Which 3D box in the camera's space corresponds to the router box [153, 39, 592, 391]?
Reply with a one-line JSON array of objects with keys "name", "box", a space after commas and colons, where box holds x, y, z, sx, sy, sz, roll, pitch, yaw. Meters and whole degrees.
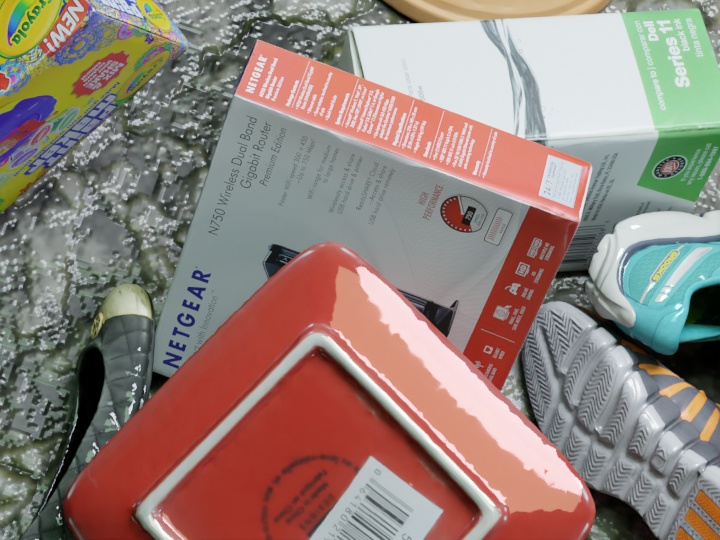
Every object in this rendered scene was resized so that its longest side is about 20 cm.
[{"name": "router box", "box": [0.000, 0.000, 1.326, 0.179, 0.200, 0.049, 20, 42, -1]}]

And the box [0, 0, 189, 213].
[{"name": "box", "box": [-0.233, -0.130, 1.333, 0.200, 0.122, 0.193, -41, 75, 12]}]

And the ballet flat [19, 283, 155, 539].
[{"name": "ballet flat", "box": [-0.146, 0.092, 1.323, 0.057, 0.066, 0.200, 20, 62, -10]}]

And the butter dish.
[{"name": "butter dish", "box": [-0.008, 0.120, 1.299, 0.200, 0.148, 0.199, -46, 79, 3]}]

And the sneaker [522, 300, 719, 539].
[{"name": "sneaker", "box": [0.177, 0.089, 1.401, 0.112, 0.078, 0.200, -9, 48, -41]}]

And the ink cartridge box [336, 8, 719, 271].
[{"name": "ink cartridge box", "box": [0.081, -0.065, 1.407, 0.199, 0.147, 0.083, -4, 61, -15]}]

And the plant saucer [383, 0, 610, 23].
[{"name": "plant saucer", "box": [0.076, -0.230, 1.551, 0.200, 0.037, 0.201, 5, 64, -10]}]

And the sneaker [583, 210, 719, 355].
[{"name": "sneaker", "box": [0.214, 0.009, 1.418, 0.200, 0.078, 0.080, -12, 40, -32]}]
